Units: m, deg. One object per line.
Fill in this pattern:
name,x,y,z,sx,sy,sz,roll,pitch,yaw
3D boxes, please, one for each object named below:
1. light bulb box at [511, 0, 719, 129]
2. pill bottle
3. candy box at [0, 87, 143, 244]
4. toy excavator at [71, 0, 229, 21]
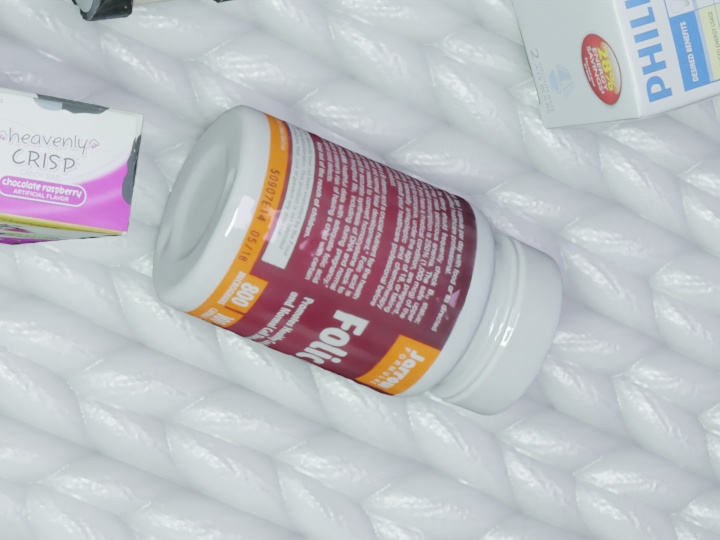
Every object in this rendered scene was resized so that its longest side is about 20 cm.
light bulb box,0.187,-0.201,1.415,0.199,0.125,0.199,-18,97,-22
pill bottle,0.000,0.000,1.337,0.199,0.114,0.115,23,80,-21
candy box,-0.200,-0.051,1.205,0.136,0.200,0.061,9,85,-22
toy excavator,-0.124,-0.257,1.303,0.100,0.200,0.195,-13,138,-24
